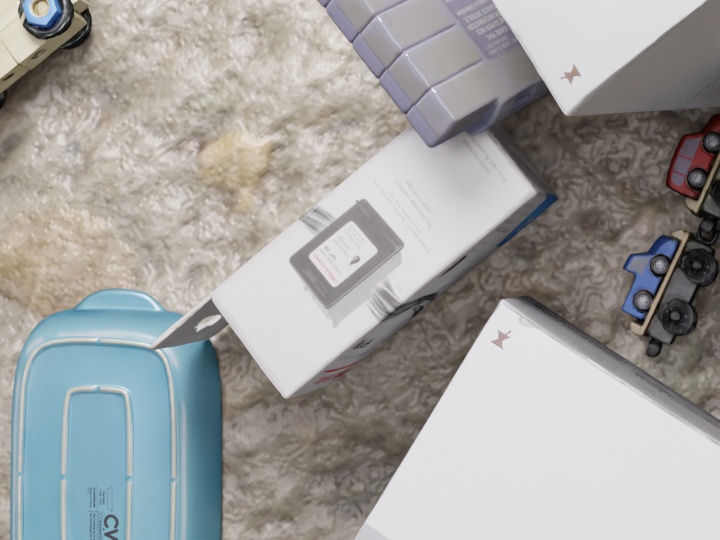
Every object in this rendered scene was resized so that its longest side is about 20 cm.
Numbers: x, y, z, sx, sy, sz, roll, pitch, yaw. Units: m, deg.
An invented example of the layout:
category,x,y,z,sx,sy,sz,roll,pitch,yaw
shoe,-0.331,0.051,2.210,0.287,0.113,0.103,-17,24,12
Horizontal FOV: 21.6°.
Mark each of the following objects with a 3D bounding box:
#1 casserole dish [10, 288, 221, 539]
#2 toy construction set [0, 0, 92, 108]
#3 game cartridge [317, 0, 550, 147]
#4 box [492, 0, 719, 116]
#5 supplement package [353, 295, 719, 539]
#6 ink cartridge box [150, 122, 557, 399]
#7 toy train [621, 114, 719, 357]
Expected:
category,x,y,z,sx,sy,sz,roll,pitch,yaw
casserole dish,-0.138,0.111,1.027,0.120,0.039,0.202,1,91,12
toy construction set,-0.224,-0.156,1.024,0.200,0.092,0.132,-40,82,20
game cartridge,0.064,-0.144,0.918,0.130,0.199,0.038,56,139,4
box,0.141,-0.149,0.851,0.097,0.199,0.125,-38,75,32
supplement package,0.118,0.131,0.935,0.199,0.111,0.156,33,96,11
ink cartridge box,0.000,0.000,0.958,0.200,0.116,0.067,-40,84,10
toy train,0.180,-0.052,0.961,0.045,0.034,0.201,24,94,14
